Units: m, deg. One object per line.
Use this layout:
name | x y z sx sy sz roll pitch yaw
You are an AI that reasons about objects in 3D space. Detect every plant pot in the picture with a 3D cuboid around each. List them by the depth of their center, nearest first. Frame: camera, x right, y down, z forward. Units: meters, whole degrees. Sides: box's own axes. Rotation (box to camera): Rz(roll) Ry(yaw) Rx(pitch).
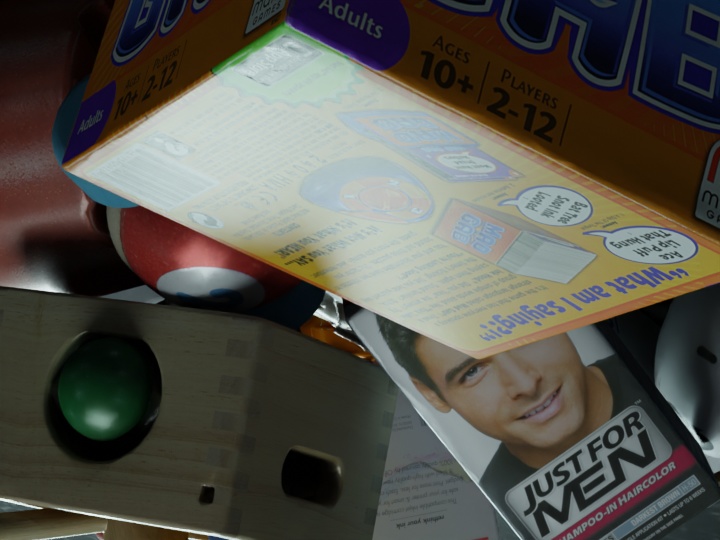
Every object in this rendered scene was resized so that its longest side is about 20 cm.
plant pot | -0.176 -0.059 1.221 0.194 0.202 0.201 -7 150 32

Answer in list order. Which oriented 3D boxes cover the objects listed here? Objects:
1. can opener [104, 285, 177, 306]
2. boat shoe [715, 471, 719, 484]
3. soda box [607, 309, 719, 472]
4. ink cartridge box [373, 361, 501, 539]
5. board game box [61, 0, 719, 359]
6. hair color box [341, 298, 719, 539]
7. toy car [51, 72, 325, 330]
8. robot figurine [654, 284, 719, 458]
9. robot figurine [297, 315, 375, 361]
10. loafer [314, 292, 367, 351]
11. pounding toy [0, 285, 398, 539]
can opener | -0.157 0.008 1.387 0.199 0.054 0.067 -1 137 50
boat shoe | 0.209 0.103 1.486 0.075 0.074 0.200 22 159 -15
soda box | 0.127 0.055 1.311 0.063 0.069 0.200 -28 137 27
ink cartridge box | 0.021 0.151 1.532 0.116 0.202 0.067 -7 170 -27
board game box | 0.038 -0.109 0.888 0.199 0.201 0.200 25 158 -22
hair color box | 0.086 0.059 1.195 0.200 0.099 0.061 51 -170 -19
toy car | -0.002 -0.032 1.076 0.200 0.177 0.184 35 173 35
robot figurine | 0.255 0.066 1.280 0.199 0.126 0.150 22 154 -16
robot figurine | -0.055 0.029 1.435 0.144 0.059 0.200 0 -175 -10
loafer | 0.000 0.000 1.295 0.071 0.073 0.200 7 156 46
pounding toy | -0.113 0.092 1.141 0.183 0.144 0.200 6 171 27
